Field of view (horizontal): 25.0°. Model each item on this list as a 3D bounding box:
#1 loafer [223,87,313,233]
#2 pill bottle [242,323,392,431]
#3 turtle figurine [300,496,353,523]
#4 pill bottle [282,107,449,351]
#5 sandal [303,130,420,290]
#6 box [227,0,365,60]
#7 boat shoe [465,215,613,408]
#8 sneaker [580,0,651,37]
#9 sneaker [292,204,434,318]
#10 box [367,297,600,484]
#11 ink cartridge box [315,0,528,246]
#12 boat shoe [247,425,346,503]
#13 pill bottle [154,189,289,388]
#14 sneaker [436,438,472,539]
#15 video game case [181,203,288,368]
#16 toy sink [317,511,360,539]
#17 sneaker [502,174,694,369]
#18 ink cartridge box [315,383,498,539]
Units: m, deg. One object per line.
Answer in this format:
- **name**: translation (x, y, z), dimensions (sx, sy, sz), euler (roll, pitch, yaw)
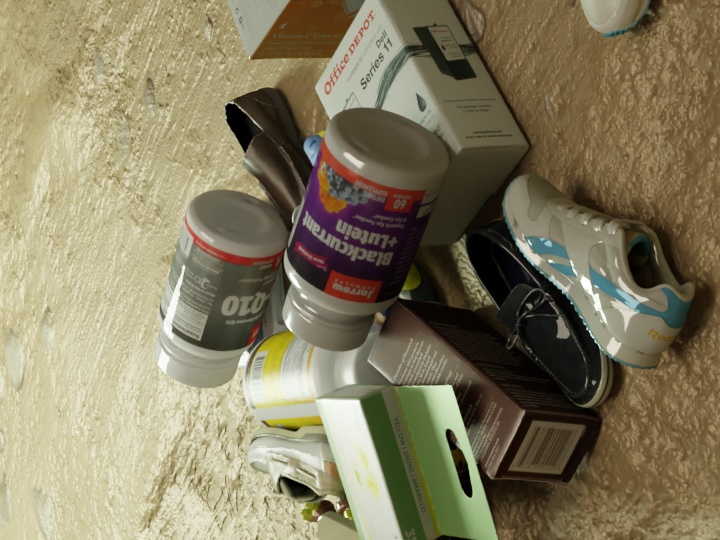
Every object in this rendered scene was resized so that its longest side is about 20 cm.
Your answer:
- **loafer**: translation (-0.096, -0.111, 1.745), dimensions (0.200, 0.071, 0.073), euler (61, 140, 31)
- **pill bottle**: translation (-0.028, 0.108, 1.639), dimensions (0.200, 0.109, 0.110), euler (-12, 84, 56)
- **turtle figurine**: translation (-0.001, 0.272, 1.660), dimensions (0.161, 0.064, 0.201), euler (-122, 34, -45)
- **pill bottle**: translation (-0.004, -0.032, 1.430), dimensions (0.112, 0.111, 0.201), euler (50, 132, 40)
- **sandal**: translation (-0.019, -0.049, 1.561), dimensions (0.087, 0.079, 0.201), euler (-31, 55, 10)
- **box**: translation (-0.031, -0.301, 1.576), dimensions (0.200, 0.124, 0.098), euler (-47, 56, 49)
- **boat shoe**: translation (0.151, 0.036, 1.404), dimensions (0.075, 0.062, 0.201), euler (-56, 51, 41)
- **sneaker**: translation (0.182, -0.286, 1.297), dimensions (0.076, 0.080, 0.201), euler (-8, 89, 55)
- **sneaker**: translation (0.000, 0.000, 1.606), dimensions (0.200, 0.082, 0.070), euler (52, 135, 39)
- **box**: translation (0.105, 0.105, 1.436), dimensions (0.200, 0.100, 0.075), euler (44, 116, 46)
- **ink cartridge box**: translation (0.052, -0.144, 1.508), dimensions (0.147, 0.083, 0.201), euler (-56, 50, 43)
- **boat shoe**: translation (-0.065, 0.201, 1.659), dimensions (0.200, 0.074, 0.069), euler (-19, 55, 62)
- **pill bottle**: translation (-0.156, 0.023, 1.779), dimensions (0.114, 0.113, 0.201), euler (51, 134, 40)
- **sneaker**: translation (0.079, 0.211, 1.526), dimensions (0.090, 0.070, 0.201), euler (-58, 46, 46)
- **video game case**: translation (-0.147, 0.023, 1.883), dimensions (0.200, 0.023, 0.183), euler (-7, 88, 57)
- **toy sink**: translation (-0.027, 0.355, 1.552), dimensions (0.130, 0.112, 0.201), euler (20, 120, 42)
- **sneaker**: translation (0.194, -0.016, 1.318), dimensions (0.200, 0.076, 0.081), euler (52, 126, 31)
- **ink cartridge box**: translation (0.037, 0.174, 1.436), dimensions (0.200, 0.048, 0.146), euler (-8, 100, 67)
